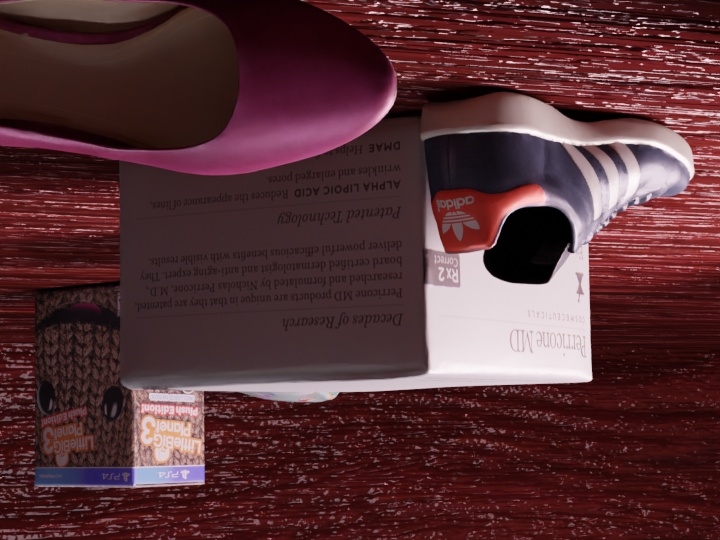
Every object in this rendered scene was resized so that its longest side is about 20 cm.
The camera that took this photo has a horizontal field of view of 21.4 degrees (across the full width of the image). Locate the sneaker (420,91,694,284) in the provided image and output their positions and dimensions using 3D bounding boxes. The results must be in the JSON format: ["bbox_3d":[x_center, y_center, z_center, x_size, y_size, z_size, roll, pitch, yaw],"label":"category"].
[{"bbox_3d":[0.100,-0.034,0.952,0.075,0.085,0.199,-6,173,43],"label":"sneaker"}]

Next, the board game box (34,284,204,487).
[{"bbox_3d":[-0.246,0.118,1.932,0.159,0.202,0.097,-6,173,42],"label":"board game box"}]

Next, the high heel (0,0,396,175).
[{"bbox_3d":[-0.092,-0.069,0.645,0.199,0.068,0.096,11,-171,17],"label":"high heel"}]

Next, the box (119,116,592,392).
[{"bbox_3d":[0.000,0.000,1.054,0.199,0.132,0.199,-4,175,31],"label":"box"}]

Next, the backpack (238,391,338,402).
[{"bbox_3d":[-0.068,0.039,1.503,0.166,0.128,0.200,2,172,6],"label":"backpack"}]
